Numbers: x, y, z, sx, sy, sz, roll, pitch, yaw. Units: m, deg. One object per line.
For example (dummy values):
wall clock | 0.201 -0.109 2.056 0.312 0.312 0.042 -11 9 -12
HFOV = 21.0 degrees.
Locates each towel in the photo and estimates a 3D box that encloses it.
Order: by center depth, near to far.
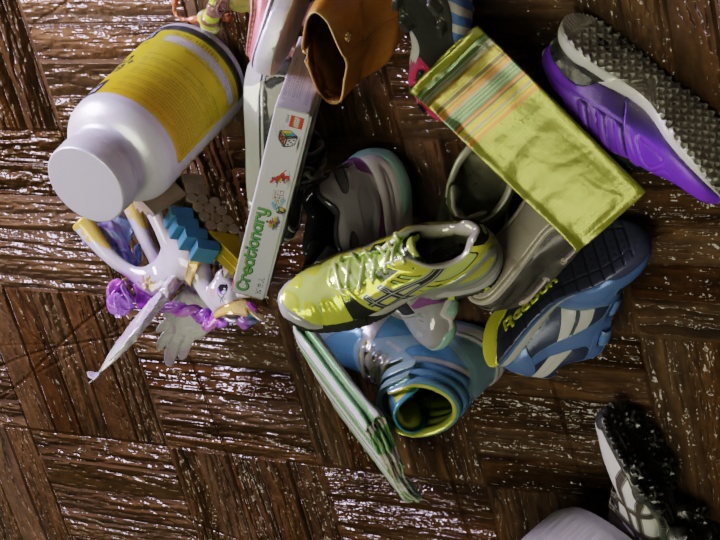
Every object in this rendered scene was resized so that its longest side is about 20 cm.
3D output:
towel | 0.138 -0.108 1.620 0.200 0.018 0.086 44 122 -6
towel | -0.004 0.137 1.892 0.153 0.023 0.200 50 173 31

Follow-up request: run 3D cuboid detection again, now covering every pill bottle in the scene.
pill bottle | -0.198 -0.134 1.788 0.112 0.200 0.112 18 134 20

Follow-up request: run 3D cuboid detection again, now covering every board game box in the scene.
board game box | -0.069 -0.090 1.715 0.035 0.126 0.200 15 125 -1

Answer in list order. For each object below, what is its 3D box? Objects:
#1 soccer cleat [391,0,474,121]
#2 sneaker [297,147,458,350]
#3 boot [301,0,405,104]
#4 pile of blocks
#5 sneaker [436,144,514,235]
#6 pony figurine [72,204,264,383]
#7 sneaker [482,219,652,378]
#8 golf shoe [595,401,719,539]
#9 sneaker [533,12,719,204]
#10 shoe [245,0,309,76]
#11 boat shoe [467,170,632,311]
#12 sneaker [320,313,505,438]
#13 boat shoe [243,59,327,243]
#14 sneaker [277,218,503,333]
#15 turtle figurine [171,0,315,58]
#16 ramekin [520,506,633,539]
soccer cleat | 0.076 -0.206 1.665 0.070 0.086 0.200 15 152 19
sneaker | 0.000 0.000 1.782 0.078 0.140 0.200 -17 98 56
boot | -0.004 -0.251 1.623 0.071 0.144 0.201 10 126 26
pile of blocks | -0.175 -0.048 1.856 0.200 0.082 0.062 48 139 11
sneaker | 0.099 -0.064 1.730 0.067 0.090 0.200 34 133 10
pony figurine | -0.199 0.011 1.950 0.193 0.167 0.200 -42 79 33
sneaker | 0.198 0.028 1.751 0.082 0.074 0.200 27 129 -27
golf shoe | 0.259 0.217 1.845 0.094 0.078 0.200 -18 110 40
sneaker | 0.224 -0.118 1.629 0.200 0.070 0.100 45 132 8
shoe | -0.084 -0.272 1.656 0.091 0.071 0.200 18 103 8
boat shoe | 0.171 -0.040 1.714 0.200 0.057 0.067 -46 55 20
sneaker | 0.026 0.097 1.868 0.200 0.131 0.080 6 125 30
boat shoe | -0.067 -0.106 1.819 0.064 0.071 0.200 12 130 20
sneaker | 0.022 -0.005 1.684 0.200 0.075 0.076 -18 150 0
turtle figurine | -0.099 -0.261 1.731 0.161 0.064 0.200 34 134 6
ramekin | 0.228 0.319 1.874 0.200 0.105 0.200 41 166 12
